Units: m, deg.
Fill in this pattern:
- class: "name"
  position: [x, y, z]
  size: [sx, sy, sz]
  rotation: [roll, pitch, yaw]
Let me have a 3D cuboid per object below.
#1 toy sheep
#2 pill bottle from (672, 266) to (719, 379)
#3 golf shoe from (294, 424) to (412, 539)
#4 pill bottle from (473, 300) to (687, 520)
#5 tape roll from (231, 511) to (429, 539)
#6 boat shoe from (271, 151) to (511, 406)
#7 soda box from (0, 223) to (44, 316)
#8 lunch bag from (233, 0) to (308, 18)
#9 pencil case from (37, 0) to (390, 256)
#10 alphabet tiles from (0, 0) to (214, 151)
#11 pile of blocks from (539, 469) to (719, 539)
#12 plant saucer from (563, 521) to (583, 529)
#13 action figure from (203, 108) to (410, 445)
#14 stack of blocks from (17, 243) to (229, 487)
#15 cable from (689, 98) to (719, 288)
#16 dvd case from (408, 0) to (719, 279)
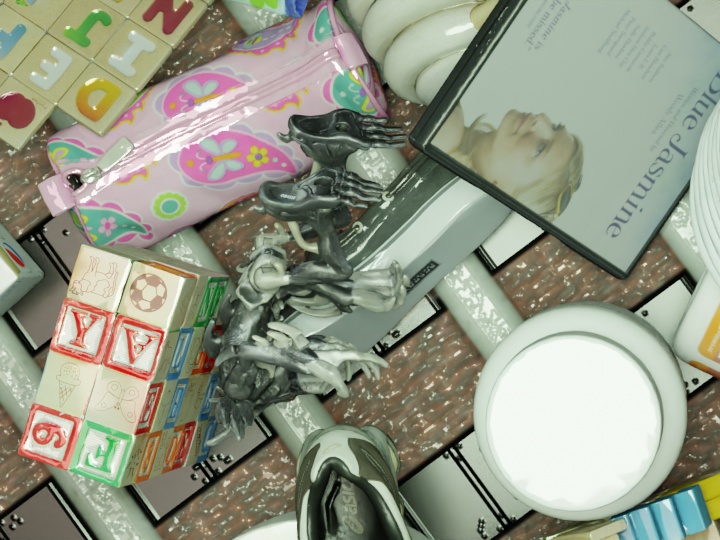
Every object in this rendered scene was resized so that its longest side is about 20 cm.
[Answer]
- class: "toy sheep"
  position: [0.057, -0.157, 1.363]
  size: [0.138, 0.138, 0.201]
  rotation: [-12, 69, 7]
- class: "pill bottle"
  position: [0.282, 0.039, 1.348]
  size: [0.200, 0.112, 0.112]
  rotation: [26, 93, 6]
- class: "golf shoe"
  position: [0.002, 0.184, 1.323]
  size: [0.078, 0.094, 0.201]
  rotation: [-17, 90, 6]
- class: "pill bottle"
  position: [0.119, 0.075, 1.323]
  size: [0.114, 0.200, 0.115]
  rotation: [0, 91, 7]
- class: "tape roll"
  position: [-0.021, 0.239, 1.407]
  size: [0.202, 0.071, 0.203]
  rotation: [0, 91, 7]
- class: "boat shoe"
  position: [0.000, 0.000, 1.412]
  size: [0.200, 0.069, 0.057]
  rotation: [-40, 64, 6]
- class: "soda box"
  position: [-0.285, 0.044, 1.443]
  size: [0.200, 0.064, 0.068]
  rotation: [-41, 86, 5]
- class: "lunch bag"
  position: [-0.083, -0.249, 1.370]
  size: [0.170, 0.128, 0.200]
  rotation: [13, 49, 9]
- class: "pencil case"
  position: [-0.084, -0.079, 1.407]
  size: [0.200, 0.087, 0.088]
  rotation: [-25, 87, 6]
- class: "alphabet tiles"
  position: [-0.173, -0.169, 1.416]
  size: [0.166, 0.006, 0.200]
  rotation: [34, 75, 15]
- class: "pile of blocks"
  position: [0.138, 0.162, 1.310]
  size: [0.200, 0.082, 0.062]
  rotation: [-19, 88, -21]
- class: "plant saucer"
  position: [0.170, 0.225, 1.351]
  size: [0.199, 0.029, 0.201]
  rotation: [7, 64, -14]
- class: "action figure"
  position: [-0.026, 0.019, 1.309]
  size: [0.102, 0.119, 0.200]
  rotation: [16, 129, -4]
- class: "stack of blocks"
  position: [-0.117, 0.049, 1.353]
  size: [0.058, 0.200, 0.115]
  rotation: [18, 92, 9]
- class: "cable"
  position: [0.275, -0.042, 1.288]
  size: [0.200, 0.069, 0.200]
  rotation: [32, 60, 10]
- class: "dvd case"
  position: [0.127, -0.089, 1.341]
  size: [0.018, 0.200, 0.143]
  rotation: [38, 96, 44]
